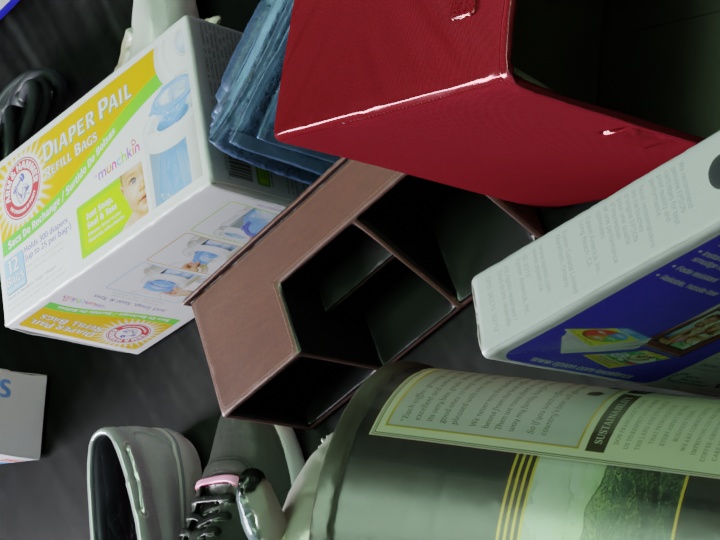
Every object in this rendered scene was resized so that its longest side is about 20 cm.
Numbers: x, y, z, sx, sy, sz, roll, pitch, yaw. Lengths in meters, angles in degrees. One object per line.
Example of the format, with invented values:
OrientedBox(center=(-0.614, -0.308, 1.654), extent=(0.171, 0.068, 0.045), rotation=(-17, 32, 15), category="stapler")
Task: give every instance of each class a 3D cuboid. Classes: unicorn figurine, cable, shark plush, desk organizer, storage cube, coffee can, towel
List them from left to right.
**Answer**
OrientedBox(center=(-0.239, -0.055, 1.410), extent=(0.163, 0.051, 0.200), rotation=(-54, 13, 6), category="cable")
OrientedBox(center=(-0.122, -0.142, 1.338), extent=(0.137, 0.074, 0.200), rotation=(-11, 53, 45), category="unicorn figurine")
OrientedBox(center=(-0.014, 0.184, 1.130), extent=(0.083, 0.091, 0.201), rotation=(92, 175, -86), category="shark plush")
OrientedBox(center=(0.000, 0.000, 1.152), extent=(0.200, 0.072, 0.077), rotation=(-41, 54, 34), category="desk organizer")
OrientedBox(center=(0.006, -0.139, 1.154), extent=(0.200, 0.111, 0.049), rotation=(-62, 36, 14), category="towel")
OrientedBox(center=(0.086, -0.133, 1.005), extent=(0.180, 0.200, 0.171), rotation=(-8, 73, 53), category="storage cube")
OrientedBox(center=(0.099, 0.119, 0.903), extent=(0.200, 0.146, 0.147), rotation=(5, 82, 27), category="coffee can")

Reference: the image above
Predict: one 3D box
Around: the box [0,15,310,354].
OrientedBox(center=(-0.117, -0.044, 1.271), extent=(0.200, 0.101, 0.113), rotation=(-32, 57, 38), category="box")

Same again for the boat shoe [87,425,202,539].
OrientedBox(center=(-0.127, 0.184, 1.240), extent=(0.072, 0.068, 0.201), rotation=(-16, 67, 45), category="boat shoe")

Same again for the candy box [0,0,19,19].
OrientedBox(center=(-0.281, -0.263, 1.537), extent=(0.200, 0.077, 0.169), rotation=(-37, 53, 34), category="candy box")

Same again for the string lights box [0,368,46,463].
OrientedBox(center=(-0.307, 0.097, 1.441), extent=(0.200, 0.103, 0.059), rotation=(-11, 71, 47), category="string lights box")

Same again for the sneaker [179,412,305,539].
OrientedBox(center=(-0.087, 0.156, 1.181), extent=(0.071, 0.099, 0.201), rotation=(-15, 67, 47), category="sneaker")

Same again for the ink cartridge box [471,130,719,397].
OrientedBox(center=(0.180, -0.007, 0.857), extent=(0.200, 0.198, 0.043), rotation=(-29, 62, 39), category="ink cartridge box")
